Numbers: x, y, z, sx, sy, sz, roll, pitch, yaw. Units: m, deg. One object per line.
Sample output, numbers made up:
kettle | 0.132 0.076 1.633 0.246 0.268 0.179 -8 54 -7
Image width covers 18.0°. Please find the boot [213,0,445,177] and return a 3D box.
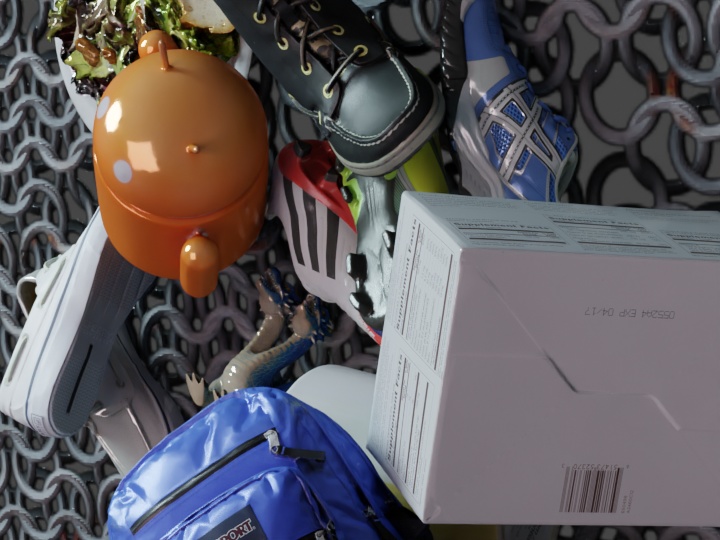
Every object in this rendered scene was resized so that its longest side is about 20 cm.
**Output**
boot | -0.036 -0.145 1.367 0.073 0.154 0.204 -43 28 3

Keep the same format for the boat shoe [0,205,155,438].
boat shoe | -0.198 0.015 1.581 0.066 0.074 0.201 14 71 31

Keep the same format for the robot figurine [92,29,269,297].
robot figurine | -0.117 -0.069 1.472 0.116 0.145 0.200 25 158 7

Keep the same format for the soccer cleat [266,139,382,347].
soccer cleat | 0.000 0.000 1.459 0.201 0.068 0.085 55 139 28

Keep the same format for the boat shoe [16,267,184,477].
boat shoe | -0.189 0.084 1.631 0.071 0.070 0.201 -37 72 38

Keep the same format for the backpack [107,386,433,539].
backpack | -0.042 0.164 1.255 0.162 0.168 0.201 -32 68 0

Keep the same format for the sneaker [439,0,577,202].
sneaker | 0.091 -0.083 1.375 0.076 0.076 0.202 -11 78 3

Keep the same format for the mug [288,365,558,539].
mug | 0.037 0.158 1.394 0.152 0.149 0.188 4 88 31

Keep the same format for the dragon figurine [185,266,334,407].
dragon figurine | -0.062 0.101 1.526 0.059 0.099 0.202 24 125 45

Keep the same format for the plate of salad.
plate of salad | -0.153 -0.171 1.575 0.199 0.048 0.202 8 103 40

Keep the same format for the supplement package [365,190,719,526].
supplement package | 0.120 0.050 1.257 0.111 0.198 0.157 -133 48 -66

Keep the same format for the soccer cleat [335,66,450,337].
soccer cleat | 0.032 -0.035 1.402 0.064 0.083 0.201 -28 45 34
